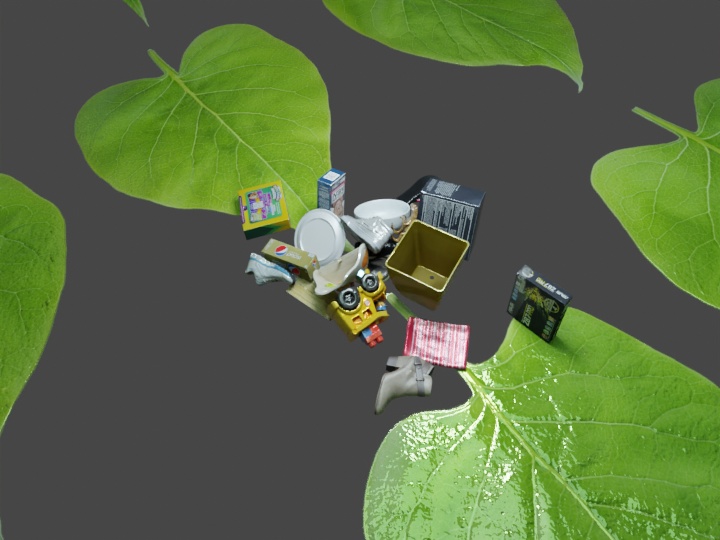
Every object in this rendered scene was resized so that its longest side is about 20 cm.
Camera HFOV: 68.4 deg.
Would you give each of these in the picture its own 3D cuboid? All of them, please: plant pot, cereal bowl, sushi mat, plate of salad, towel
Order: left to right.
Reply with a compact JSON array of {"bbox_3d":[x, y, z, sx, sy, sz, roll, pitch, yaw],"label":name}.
[{"bbox_3d":[-0.147,0.081,1.740,0.197,0.012,0.096,31,65,25],"label":"sushi mat"},{"bbox_3d":[-0.136,-0.106,1.808,0.194,0.048,0.208,0,91,23],"label":"plate of salad"},{"bbox_3d":[0.076,-0.174,1.832,0.193,0.086,0.201,-5,25,2],"label":"cereal bowl"},{"bbox_3d":[0.208,0.003,1.659,0.196,0.179,0.202,24,60,22],"label":"plant pot"},{"bbox_3d":[0.230,0.216,1.603,0.193,0.023,0.148,8,57,11],"label":"towel"}]

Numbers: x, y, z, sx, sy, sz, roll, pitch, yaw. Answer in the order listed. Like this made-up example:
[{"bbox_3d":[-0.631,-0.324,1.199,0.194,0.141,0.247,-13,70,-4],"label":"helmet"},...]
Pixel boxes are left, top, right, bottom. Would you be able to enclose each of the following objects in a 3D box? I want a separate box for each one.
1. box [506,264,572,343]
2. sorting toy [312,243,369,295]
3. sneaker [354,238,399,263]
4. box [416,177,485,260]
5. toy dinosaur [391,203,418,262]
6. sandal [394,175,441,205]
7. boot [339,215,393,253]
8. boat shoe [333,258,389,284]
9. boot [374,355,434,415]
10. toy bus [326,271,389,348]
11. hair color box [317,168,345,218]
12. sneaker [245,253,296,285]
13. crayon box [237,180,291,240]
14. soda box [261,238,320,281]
[{"bbox_3d":[0.516,0.099,1.545,0.049,0.203,0.160,-37,59,-22],"label":"box"},{"bbox_3d":[-0.065,0.023,1.644,0.196,0.109,0.180,-28,6,21],"label":"sorting toy"},{"bbox_3d":[0.075,-0.083,1.772,0.194,0.113,0.075,-16,55,-6],"label":"sneaker"},{"bbox_3d":[0.292,-0.169,1.744,0.193,0.205,0.124,18,36,18],"label":"box"},{"bbox_3d":[0.150,-0.112,1.721,0.102,0.206,0.061,3,24,0],"label":"toy dinosaur"},{"bbox_3d":[0.208,-0.281,1.946,0.197,0.045,0.076,-34,51,0],"label":"sandal"},{"bbox_3d":[0.023,-0.141,1.719,0.095,0.074,0.199,-43,56,-9],"label":"boot"},{"bbox_3d":[0.000,0.000,1.750,0.192,0.066,0.075,2,53,6],"label":"boat shoe"},{"bbox_3d":[0.130,0.330,1.506,0.141,0.071,0.204,13,58,11],"label":"boot"},{"bbox_3d":[0.021,0.131,1.625,0.197,0.136,0.194,-33,76,-19],"label":"toy bus"},{"bbox_3d":[-0.102,-0.234,1.830,0.059,0.205,0.100,22,42,21],"label":"hair color box"},{"bbox_3d":[-0.303,0.019,1.774,0.195,0.075,0.089,22,76,25],"label":"sneaker"},{"bbox_3d":[-0.354,-0.224,1.948,0.167,0.059,0.204,-14,55,-5],"label":"crayon box"},{"bbox_3d":[-0.235,-0.037,1.788,0.195,0.069,0.065,20,58,26],"label":"soda box"}]
